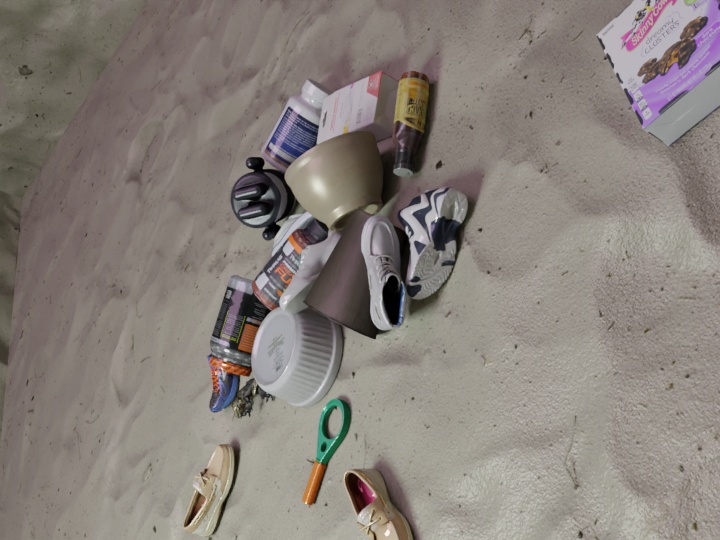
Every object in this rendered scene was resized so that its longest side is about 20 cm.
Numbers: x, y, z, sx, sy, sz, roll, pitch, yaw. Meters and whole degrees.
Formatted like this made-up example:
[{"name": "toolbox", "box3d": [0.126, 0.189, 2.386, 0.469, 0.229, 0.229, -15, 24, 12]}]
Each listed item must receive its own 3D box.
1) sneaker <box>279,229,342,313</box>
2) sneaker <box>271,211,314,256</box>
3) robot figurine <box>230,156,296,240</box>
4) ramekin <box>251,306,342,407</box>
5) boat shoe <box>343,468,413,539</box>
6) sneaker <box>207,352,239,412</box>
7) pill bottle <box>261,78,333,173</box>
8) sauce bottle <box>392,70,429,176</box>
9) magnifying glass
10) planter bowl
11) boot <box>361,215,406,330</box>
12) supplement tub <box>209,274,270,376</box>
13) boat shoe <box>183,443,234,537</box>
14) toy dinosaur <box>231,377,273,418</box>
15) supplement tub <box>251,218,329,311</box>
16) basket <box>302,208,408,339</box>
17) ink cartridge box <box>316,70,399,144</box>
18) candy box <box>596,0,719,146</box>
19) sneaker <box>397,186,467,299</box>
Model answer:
[{"name": "sneaker", "box3d": [-0.099, -0.002, 1.713, 0.088, 0.076, 0.200, 37, 66, 22]}, {"name": "sneaker", "box3d": [-0.136, -0.093, 1.896, 0.199, 0.072, 0.072, -39, 49, 37]}, {"name": "robot figurine", "box3d": [-0.218, -0.161, 1.942, 0.152, 0.123, 0.200, -65, -7, 15]}, {"name": "ramekin", "box3d": [-0.134, 0.164, 1.745, 0.199, 0.104, 0.204, -28, 53, 43]}, {"name": "boat shoe", "box3d": [0.023, 0.410, 1.445, 0.074, 0.068, 0.201, -57, 37, 18]}, {"name": "sneaker", "box3d": [-0.320, 0.223, 1.991, 0.075, 0.077, 0.204, -9, 67, 52]}, {"name": "pill bottle", "box3d": [-0.134, -0.324, 1.970, 0.202, 0.110, 0.111, -58, 37, 17]}, {"name": "sauce bottle", "box3d": [0.095, -0.282, 1.682, 0.065, 0.065, 0.204, -13, 66, 50]}, {"name": "magnifying glass", "box3d": [-0.069, 0.342, 1.644, 0.079, 0.022, 0.204, 16, 88, 55]}, {"name": "planter bowl", "box3d": [-0.035, -0.163, 1.713, 0.199, 0.198, 0.137, -35, 74, 39]}, {"name": "boot", "box3d": [0.049, 0.002, 1.512, 0.095, 0.072, 0.205, 171, 92, -76]}, {"name": "supplement tub", "box3d": [-0.259, 0.122, 1.918, 0.122, 0.121, 0.204, 13, 84, 54]}, {"name": "boat shoe", "box3d": [-0.330, 0.473, 1.881, 0.073, 0.068, 0.204, 8, 80, 54]}, {"name": "toy dinosaur", "box3d": [-0.227, 0.262, 1.879, 0.201, 0.047, 0.089, -50, 33, 21]}, {"name": "supplement tub", "box3d": [-0.131, -0.011, 1.810, 0.201, 0.106, 0.107, -50, 39, 12]}, {"name": "basket", "box3d": [0.000, 0.000, 1.623, 0.179, 0.135, 0.203, 25, 90, 50]}, {"name": "ink cartridge box", "box3d": [-0.005, -0.328, 1.835, 0.198, 0.067, 0.119, -10, 66, 50]}, {"name": "candy box", "box3d": [0.441, -0.309, 1.215, 0.168, 0.071, 0.203, -42, 44, 34]}, {"name": "sneaker", "box3d": [0.109, -0.055, 1.546, 0.129, 0.078, 0.203, 23, 100, 62]}]
